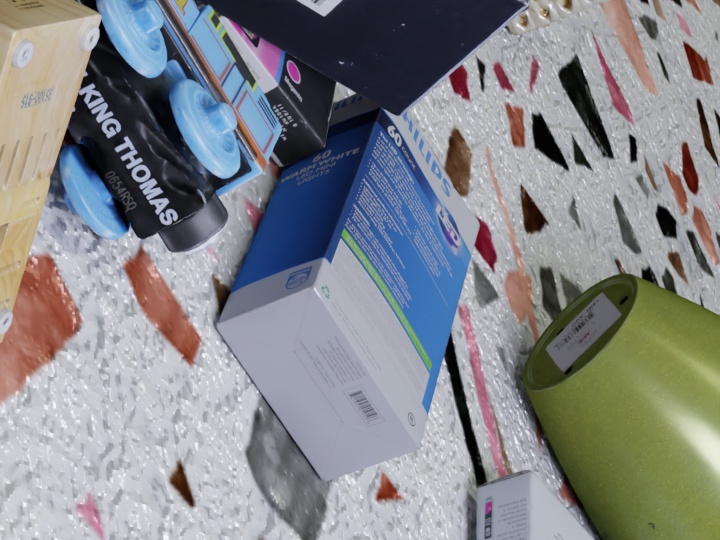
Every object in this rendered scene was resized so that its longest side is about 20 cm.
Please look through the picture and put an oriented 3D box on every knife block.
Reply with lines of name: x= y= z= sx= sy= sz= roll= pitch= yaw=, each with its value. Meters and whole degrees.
knife block: x=-0.192 y=-0.080 z=0.806 sx=0.064 sy=0.175 sz=0.201 roll=-26 pitch=138 yaw=-64

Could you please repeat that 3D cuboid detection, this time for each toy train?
toy train: x=-0.113 y=-0.102 z=0.945 sx=0.200 sy=0.086 sz=0.114 roll=58 pitch=18 yaw=-17

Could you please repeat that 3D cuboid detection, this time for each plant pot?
plant pot: x=0.196 y=0.103 z=1.320 sx=0.200 sy=0.187 sz=0.187 roll=43 pitch=32 yaw=-16

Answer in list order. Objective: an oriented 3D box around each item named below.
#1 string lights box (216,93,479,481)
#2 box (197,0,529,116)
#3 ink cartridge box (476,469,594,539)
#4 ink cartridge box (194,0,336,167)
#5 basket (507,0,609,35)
string lights box: x=0.000 y=0.000 z=1.112 sx=0.103 sy=0.059 sz=0.200 roll=57 pitch=27 yaw=-23
box: x=-0.025 y=-0.210 z=1.106 sx=0.199 sy=0.104 sz=0.183 roll=28 pitch=42 yaw=-29
ink cartridge box: x=0.122 y=0.242 z=1.188 sx=0.196 sy=0.043 sz=0.201 roll=49 pitch=33 yaw=-38
ink cartridge box: x=-0.045 y=-0.154 z=1.176 sx=0.095 sy=0.037 sz=0.201 roll=51 pitch=28 yaw=-32
basket: x=0.144 y=-0.301 z=1.522 sx=0.200 sy=0.160 sz=0.199 roll=56 pitch=28 yaw=-23
